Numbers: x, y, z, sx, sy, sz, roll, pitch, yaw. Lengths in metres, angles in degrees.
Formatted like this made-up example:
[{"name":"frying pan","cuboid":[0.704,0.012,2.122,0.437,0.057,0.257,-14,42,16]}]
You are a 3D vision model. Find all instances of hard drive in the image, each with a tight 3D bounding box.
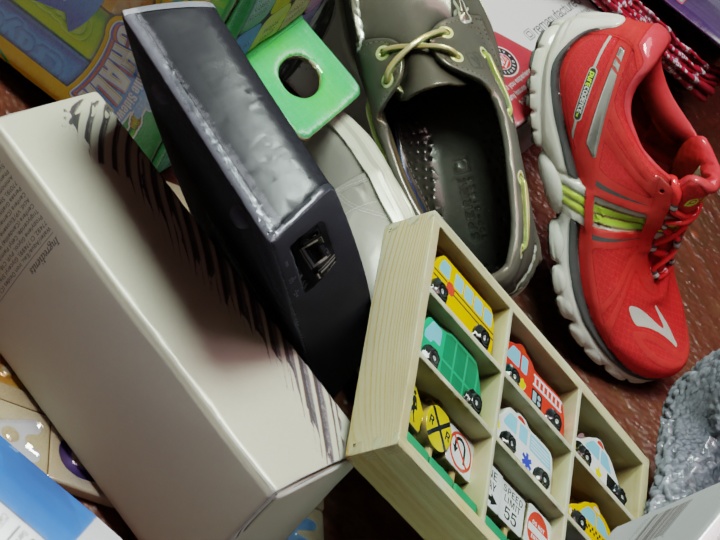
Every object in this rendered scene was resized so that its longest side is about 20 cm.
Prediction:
[{"name":"hard drive","cuboid":[-0.043,-0.027,1.135,0.042,0.200,0.135,-30,68,-8]}]

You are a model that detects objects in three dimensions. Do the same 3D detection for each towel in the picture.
[{"name":"towel","cuboid":[0.114,-0.175,1.469,0.200,0.022,0.145,34,11,-48]}]

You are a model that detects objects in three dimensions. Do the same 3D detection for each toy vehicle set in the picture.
[{"name":"toy vehicle set","cuboid":[0.064,0.082,1.165,0.200,0.026,0.124,48,38,-39]}]

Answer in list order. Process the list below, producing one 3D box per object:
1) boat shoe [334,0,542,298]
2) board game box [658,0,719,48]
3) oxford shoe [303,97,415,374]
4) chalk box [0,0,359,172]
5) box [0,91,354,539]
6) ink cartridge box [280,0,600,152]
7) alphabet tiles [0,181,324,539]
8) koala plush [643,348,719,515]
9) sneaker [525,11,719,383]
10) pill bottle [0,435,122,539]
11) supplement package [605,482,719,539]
[{"name":"boat shoe","cuboid":[0.037,-0.082,1.271,0.060,0.072,0.202,59,14,-85]},{"name":"board game box","cuboid":[0.157,-0.201,1.536,0.200,0.057,0.165,39,9,-2]},{"name":"oxford shoe","cuboid":[0.000,0.000,1.251,0.058,0.075,0.200,-19,60,-12]},{"name":"chalk box","cuboid":[-0.085,-0.140,1.244,0.200,0.124,0.124,37,37,7]},{"name":"box","cuboid":[-0.093,0.028,1.116,0.068,0.082,0.200,-22,70,-50]},{"name":"ink cartridge box","cuboid":[0.018,-0.141,1.387,0.200,0.084,0.144,44,37,5]},{"name":"alphabet tiles","cuboid":[-0.090,0.031,1.186,0.167,0.008,0.200,21,42,-24]},{"name":"koala plush","cuboid":[0.248,0.119,1.207,0.177,0.200,0.184,47,38,-20]},{"name":"sneaker","cuboid":[0.139,-0.031,1.321,0.077,0.085,0.200,-45,127,-48]},{"name":"pill bottle","cuboid":[-0.153,0.113,0.964,0.200,0.112,0.112,41,37,-2]},{"name":"supplement package","cuboid":[0.170,0.200,1.098,0.200,0.114,0.110,48,58,-5]}]
